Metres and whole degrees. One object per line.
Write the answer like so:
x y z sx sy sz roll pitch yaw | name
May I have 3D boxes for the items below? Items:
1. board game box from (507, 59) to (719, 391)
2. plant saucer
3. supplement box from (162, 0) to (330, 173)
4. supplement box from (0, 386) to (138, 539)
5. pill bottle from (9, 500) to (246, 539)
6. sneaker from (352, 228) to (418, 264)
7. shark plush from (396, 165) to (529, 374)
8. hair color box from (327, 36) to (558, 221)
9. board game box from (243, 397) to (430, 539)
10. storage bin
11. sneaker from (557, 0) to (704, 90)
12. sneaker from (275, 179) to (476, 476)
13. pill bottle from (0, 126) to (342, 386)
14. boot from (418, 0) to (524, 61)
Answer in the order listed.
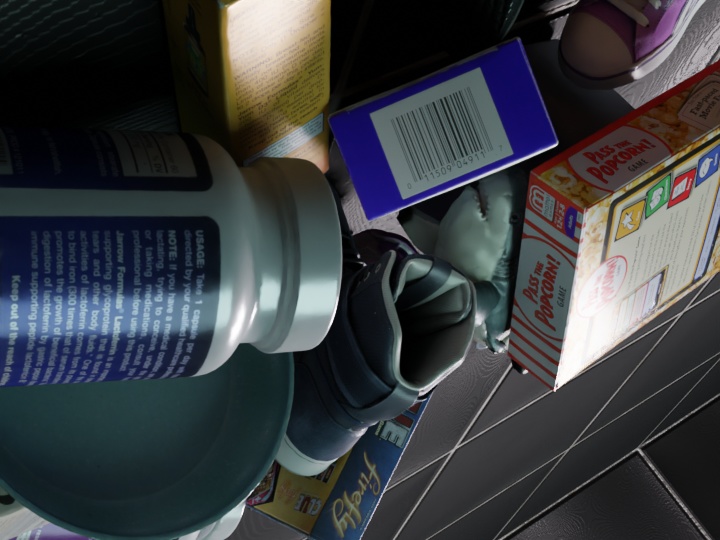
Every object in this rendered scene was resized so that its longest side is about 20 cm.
0.183 -0.033 0.822 0.199 0.046 0.153 -30 141 -30 | board game box
-0.128 0.044 0.680 0.199 0.202 0.036 -20 174 -39 | plant saucer
-0.055 -0.107 0.642 0.068 0.067 0.200 -32 160 -14 | supplement box
-0.230 0.085 0.662 0.199 0.127 0.073 -17 164 -45 | supplement box
-0.174 0.132 0.818 0.199 0.113 0.113 10 133 -38 | pill bottle
0.013 0.009 0.926 0.088 0.081 0.200 -44 -162 -16 | sneaker
0.105 0.018 0.841 0.083 0.091 0.201 -32 125 5 | shark plush
0.049 -0.080 0.753 0.108 0.065 0.200 -21 -179 6 | hair color box
-0.032 0.104 0.867 0.136 0.034 0.200 -62 -156 -11 | board game box
0.129 -0.066 0.943 0.145 0.135 0.200 -19 154 -41 | storage bin
0.202 -0.214 0.850 0.200 0.073 0.114 -45 158 -9 | sneaker
0.001 0.001 0.764 0.076 0.204 0.146 15 143 -31 | sneaker
-0.116 -0.007 0.598 0.198 0.117 0.116 -1 144 -24 | pill bottle
0.112 -0.206 0.715 0.131 0.070 0.200 -32 164 -30 | boot
